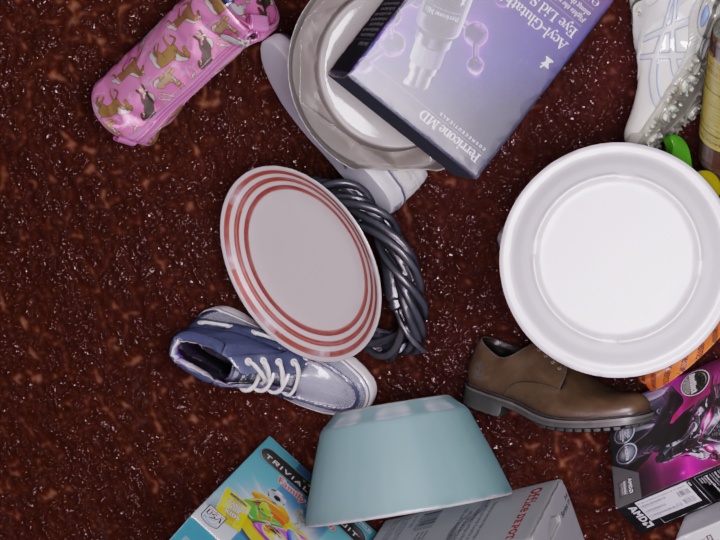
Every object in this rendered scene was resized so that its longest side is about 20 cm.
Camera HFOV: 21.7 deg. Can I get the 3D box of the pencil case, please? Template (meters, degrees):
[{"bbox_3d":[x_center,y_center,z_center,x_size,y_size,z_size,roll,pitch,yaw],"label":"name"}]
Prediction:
[{"bbox_3d":[-0.169,-0.202,1.787,0.200,0.087,0.083,-39,101,28],"label":"pencil case"}]

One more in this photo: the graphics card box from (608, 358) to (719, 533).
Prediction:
[{"bbox_3d":[0.321,0.144,1.702,0.200,0.126,0.051,-28,127,27],"label":"graphics card box"}]

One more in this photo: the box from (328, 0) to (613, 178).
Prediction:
[{"bbox_3d":[0.093,-0.200,1.620,0.148,0.104,0.200,36,89,-12],"label":"box"}]

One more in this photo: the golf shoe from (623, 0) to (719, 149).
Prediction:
[{"bbox_3d":[0.270,-0.197,1.650,0.097,0.078,0.200,36,112,25],"label":"golf shoe"}]

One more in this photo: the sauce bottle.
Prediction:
[{"bbox_3d":[0.324,-0.125,1.623,0.065,0.065,0.200,11,133,16],"label":"sauce bottle"}]

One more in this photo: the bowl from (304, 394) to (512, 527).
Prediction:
[{"bbox_3d":[0.037,0.179,1.796,0.201,0.201,0.105,-12,84,23],"label":"bowl"}]

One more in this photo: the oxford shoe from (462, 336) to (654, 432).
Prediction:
[{"bbox_3d":[0.182,0.102,1.749,0.200,0.073,0.084,12,102,34],"label":"oxford shoe"}]

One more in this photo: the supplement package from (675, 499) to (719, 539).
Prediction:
[{"bbox_3d":[0.408,0.269,1.698,0.152,0.151,0.200,-27,96,25],"label":"supplement package"}]

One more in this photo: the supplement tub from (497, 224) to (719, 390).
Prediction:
[{"bbox_3d":[0.229,0.004,1.691,0.200,0.123,0.123,47,116,0],"label":"supplement tub"}]

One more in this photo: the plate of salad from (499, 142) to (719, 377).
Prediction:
[{"bbox_3d":[0.219,-0.009,1.606,0.200,0.048,0.200,-1,86,10],"label":"plate of salad"}]

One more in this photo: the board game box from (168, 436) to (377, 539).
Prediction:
[{"bbox_3d":[-0.082,0.262,1.845,0.151,0.200,0.047,42,116,3],"label":"board game box"}]

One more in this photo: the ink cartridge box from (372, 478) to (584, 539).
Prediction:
[{"bbox_3d":[0.104,0.285,1.816,0.200,0.147,0.083,-17,102,25],"label":"ink cartridge box"}]

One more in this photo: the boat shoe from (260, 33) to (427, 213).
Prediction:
[{"bbox_3d":[-0.013,-0.147,1.758,0.200,0.066,0.072,50,158,-3],"label":"boat shoe"}]

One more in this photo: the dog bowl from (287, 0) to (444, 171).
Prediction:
[{"bbox_3d":[0.030,-0.183,1.693,0.200,0.059,0.200,-1,96,-9],"label":"dog bowl"}]

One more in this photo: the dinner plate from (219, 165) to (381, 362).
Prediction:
[{"bbox_3d":[-0.054,-0.008,1.779,0.200,0.024,0.200,21,126,32],"label":"dinner plate"}]

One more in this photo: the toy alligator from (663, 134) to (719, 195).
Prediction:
[{"bbox_3d":[0.300,-0.021,1.643,0.054,0.059,0.200,-30,97,-18],"label":"toy alligator"}]

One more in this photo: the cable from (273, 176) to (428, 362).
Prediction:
[{"bbox_3d":[0.000,0.000,1.789,0.200,0.051,0.163,45,136,14],"label":"cable"}]

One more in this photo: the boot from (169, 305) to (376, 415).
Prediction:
[{"bbox_3d":[-0.088,0.102,1.855,0.200,0.090,0.073,21,113,13],"label":"boot"}]
